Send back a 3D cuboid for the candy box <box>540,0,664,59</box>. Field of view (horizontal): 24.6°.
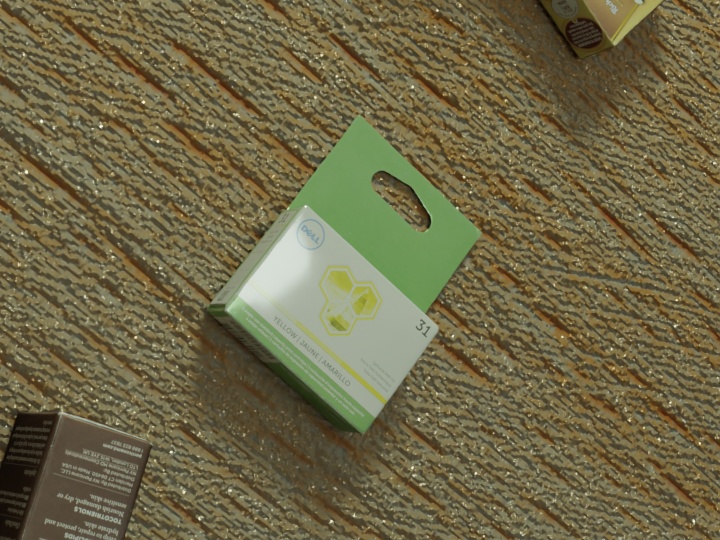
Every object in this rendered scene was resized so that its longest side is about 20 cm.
[{"bbox_3d":[0.172,-0.288,1.339,0.115,0.055,0.200,-43,105,-23],"label":"candy box"}]

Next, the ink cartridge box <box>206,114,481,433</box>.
[{"bbox_3d":[0.000,0.000,1.235,0.146,0.048,0.200,43,71,-17],"label":"ink cartridge box"}]

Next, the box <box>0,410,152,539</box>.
[{"bbox_3d":[-0.210,0.196,1.082,0.075,0.100,0.200,23,77,-24],"label":"box"}]
